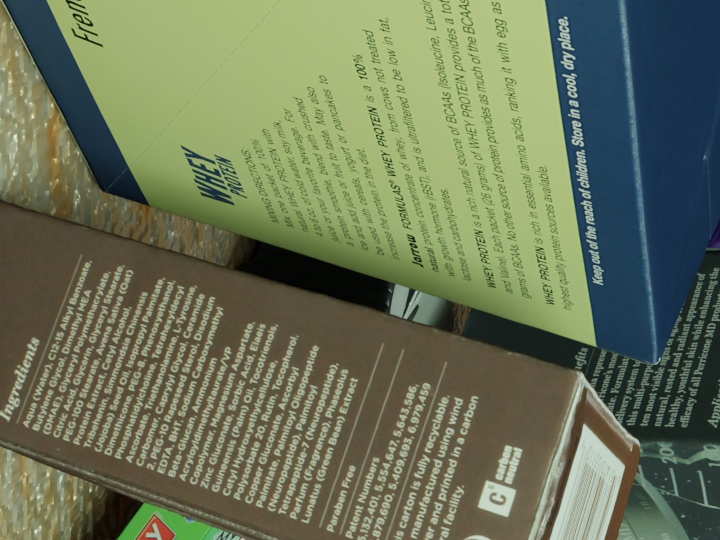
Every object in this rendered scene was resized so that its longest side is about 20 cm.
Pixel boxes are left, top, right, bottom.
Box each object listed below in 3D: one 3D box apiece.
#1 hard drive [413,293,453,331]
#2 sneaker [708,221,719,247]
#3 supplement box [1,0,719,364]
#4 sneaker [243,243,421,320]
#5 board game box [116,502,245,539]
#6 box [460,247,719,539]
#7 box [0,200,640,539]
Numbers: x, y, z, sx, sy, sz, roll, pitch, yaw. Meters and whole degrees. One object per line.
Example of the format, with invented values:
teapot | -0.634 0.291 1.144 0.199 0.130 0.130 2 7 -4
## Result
hard drive | -0.011 0.090 0.829 0.200 0.027 0.132 -49 148 -45
sneaker | 0.183 0.050 1.024 0.081 0.083 0.201 -45 139 -51
supplement box | 0.010 -0.103 0.509 0.135 0.199 0.200 -62 155 -25
sneaker | 0.000 0.000 0.727 0.201 0.074 0.089 -68 156 -11
board game box | -0.047 0.139 0.688 0.135 0.029 0.200 -54 153 6
box | 0.162 0.097 0.828 0.124 0.196 0.200 -63 141 -38
box | -0.026 0.046 0.533 0.100 0.199 0.075 43 64 -66
